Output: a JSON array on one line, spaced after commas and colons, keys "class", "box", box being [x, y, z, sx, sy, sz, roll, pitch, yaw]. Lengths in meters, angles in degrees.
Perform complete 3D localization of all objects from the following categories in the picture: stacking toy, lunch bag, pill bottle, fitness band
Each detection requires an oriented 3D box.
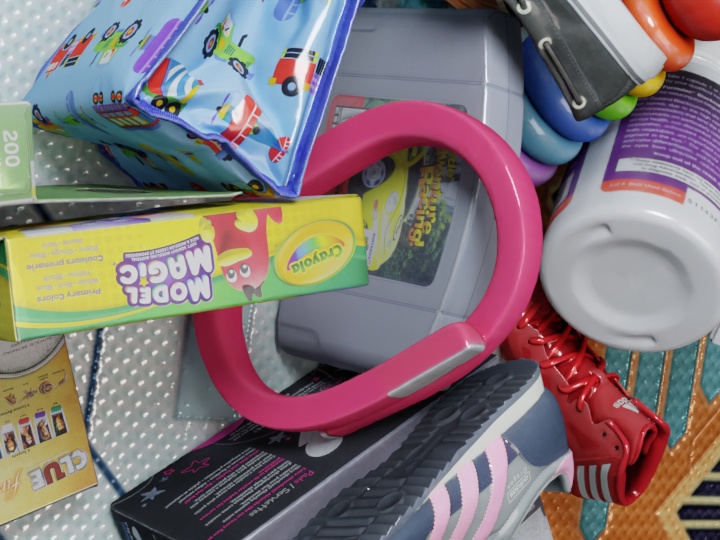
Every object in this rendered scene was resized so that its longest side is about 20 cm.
[{"class": "stacking toy", "box": [0.134, -0.118, 0.852, 0.085, 0.200, 0.086, 34, 38, -32]}, {"class": "lunch bag", "box": [-0.062, -0.142, 0.727, 0.094, 0.150, 0.201, 30, 77, -30]}, {"class": "pill bottle", "box": [0.181, -0.056, 0.921, 0.112, 0.111, 0.200, 56, 38, -29]}, {"class": "fitness band", "box": [0.000, 0.000, 0.775, 0.037, 0.199, 0.144, 16, 50, -56]}]

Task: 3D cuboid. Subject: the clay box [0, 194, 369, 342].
[{"class": "clay box", "box": [-0.110, -0.002, 0.688, 0.199, 0.115, 0.048, -10, 96, -32]}]

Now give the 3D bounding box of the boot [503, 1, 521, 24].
[{"class": "boot", "box": [0.051, -0.236, 0.812, 0.161, 0.073, 0.200, 11, 94, -2]}]

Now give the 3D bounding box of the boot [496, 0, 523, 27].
[{"class": "boot", "box": [0.156, -0.226, 0.920, 0.199, 0.077, 0.156, -5, 96, -29]}]

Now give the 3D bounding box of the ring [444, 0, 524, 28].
[{"class": "ring", "box": [0.088, -0.246, 0.914, 0.200, 0.019, 0.202, -7, 101, -36]}]

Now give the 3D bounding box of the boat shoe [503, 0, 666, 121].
[{"class": "boat shoe", "box": [0.071, -0.155, 0.749, 0.057, 0.069, 0.200, -41, 108, 13]}]

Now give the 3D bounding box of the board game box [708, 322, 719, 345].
[{"class": "board game box", "box": [0.255, -0.041, 0.957, 0.034, 0.200, 0.127, 21, 113, 3]}]

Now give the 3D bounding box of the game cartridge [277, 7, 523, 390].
[{"class": "game cartridge", "box": [0.023, -0.042, 0.820, 0.041, 0.133, 0.201, 11, 89, -47]}]

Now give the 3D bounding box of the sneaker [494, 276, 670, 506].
[{"class": "sneaker", "box": [0.134, 0.053, 0.929, 0.078, 0.115, 0.201, -35, 116, -28]}]

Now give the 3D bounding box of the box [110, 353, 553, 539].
[{"class": "box", "box": [-0.009, 0.141, 0.833, 0.200, 0.114, 0.133, -32, 114, -29]}]

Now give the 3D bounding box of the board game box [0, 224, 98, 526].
[{"class": "board game box", "box": [-0.229, 0.071, 0.706, 0.199, 0.035, 0.136, -20, 108, -34]}]

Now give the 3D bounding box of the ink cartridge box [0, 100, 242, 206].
[{"class": "ink cartridge box", "box": [-0.172, -0.050, 0.662, 0.199, 0.145, 0.048, -8, 100, -36]}]

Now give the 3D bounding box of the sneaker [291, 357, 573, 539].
[{"class": "sneaker", "box": [0.037, 0.129, 0.749, 0.200, 0.070, 0.082, -38, 109, -28]}]
